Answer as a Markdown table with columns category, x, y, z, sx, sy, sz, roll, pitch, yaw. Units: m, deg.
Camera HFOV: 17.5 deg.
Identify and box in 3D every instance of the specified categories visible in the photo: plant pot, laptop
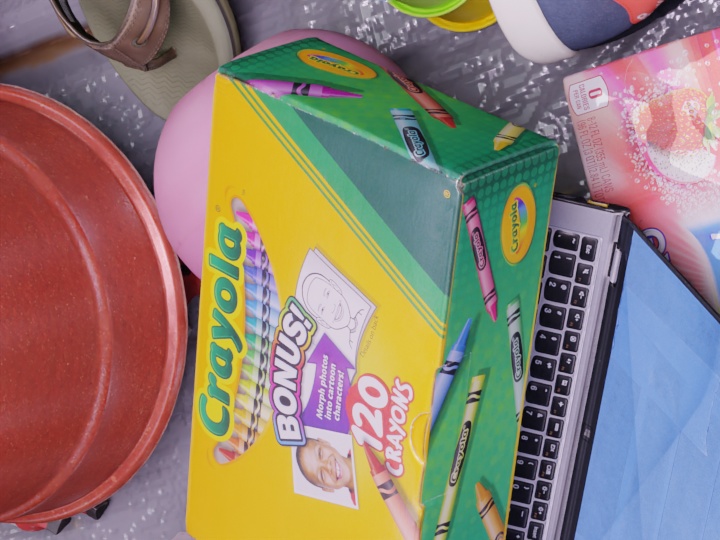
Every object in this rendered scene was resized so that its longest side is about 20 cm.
| category | x | y | z | sx | sy | sz | roll | pitch | yaw |
| --- | --- | --- | --- | --- | --- | --- | --- | --- | --- |
| plant pot | -0.205 | 0.032 | 0.966 | 0.199 | 0.195 | 0.203 | 5 | 102 | 25 |
| laptop | 0.051 | 0.076 | 0.877 | 0.198 | 0.116 | 0.189 | 13 | 118 | 9 |

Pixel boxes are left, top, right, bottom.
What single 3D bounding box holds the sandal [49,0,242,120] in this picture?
| category | x | y | z | sx | sy | sz | roll | pitch | yaw |
| --- | --- | --- | --- | --- | --- | --- | --- | --- | --- |
| sandal | -0.113 | -0.131 | 1.016 | 0.079 | 0.202 | 0.058 | 12 | 57 | 29 |

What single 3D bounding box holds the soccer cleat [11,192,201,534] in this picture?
| category | x | y | z | sx | sy | sz | roll | pitch | yaw |
| --- | --- | --- | --- | --- | --- | --- | --- | --- | --- |
| soccer cleat | -0.127 | 0.026 | 1.074 | 0.085 | 0.069 | 0.201 | 32 | 107 | 19 |

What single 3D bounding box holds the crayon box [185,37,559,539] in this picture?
| category | x | y | z | sx | sy | sz | roll | pitch | yaw |
| --- | --- | --- | --- | --- | --- | --- | --- | --- | --- |
| crayon box | 0.000 | 0.029 | 0.859 | 0.118 | 0.058 | 0.201 | 26 | 123 | 36 |

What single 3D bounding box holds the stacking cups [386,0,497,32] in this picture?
| category | x | y | z | sx | sy | sz | roll | pitch | yaw |
| --- | --- | --- | --- | --- | --- | --- | --- | --- | --- |
| stacking cups | 0.006 | -0.141 | 0.938 | 0.060 | 0.200 | 0.061 | -2 | 85 | 25 |

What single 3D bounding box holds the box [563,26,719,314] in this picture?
| category | x | y | z | sx | sy | sz | roll | pitch | yaw |
| --- | --- | --- | --- | --- | --- | --- | --- | --- | --- |
| box | 0.162 | 0.009 | 0.914 | 0.102 | 0.095 | 0.202 | -16 | 81 | 25 |

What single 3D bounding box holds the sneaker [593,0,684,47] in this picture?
| category | x | y | z | sx | sy | sz | roll | pitch | yaw |
| --- | --- | --- | --- | --- | --- | --- | --- | --- | --- |
| sneaker | 0.132 | -0.179 | 0.964 | 0.200 | 0.066 | 0.079 | -50 | 36 | 25 |

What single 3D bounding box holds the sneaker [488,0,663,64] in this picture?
| category | x | y | z | sx | sy | sz | roll | pitch | yaw |
| --- | --- | --- | --- | --- | --- | --- | --- | --- | --- |
| sneaker | 0.066 | -0.183 | 0.895 | 0.084 | 0.075 | 0.201 | -20 | 111 | 24 |

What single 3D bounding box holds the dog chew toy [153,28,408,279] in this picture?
| category | x | y | z | sx | sy | sz | roll | pitch | yaw |
| --- | --- | --- | --- | --- | --- | --- | --- | --- | --- |
| dog chew toy | 0.000 | 0.000 | 0.985 | 0.124 | 0.124 | 0.201 | -34 | 86 | 21 |

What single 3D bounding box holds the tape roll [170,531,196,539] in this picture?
| category | x | y | z | sx | sy | sz | roll | pitch | yaw |
| --- | --- | --- | --- | --- | --- | --- | --- | --- | --- |
| tape roll | -0.002 | 0.179 | 0.932 | 0.202 | 0.202 | 0.071 | 27 | 101 | 24 |
